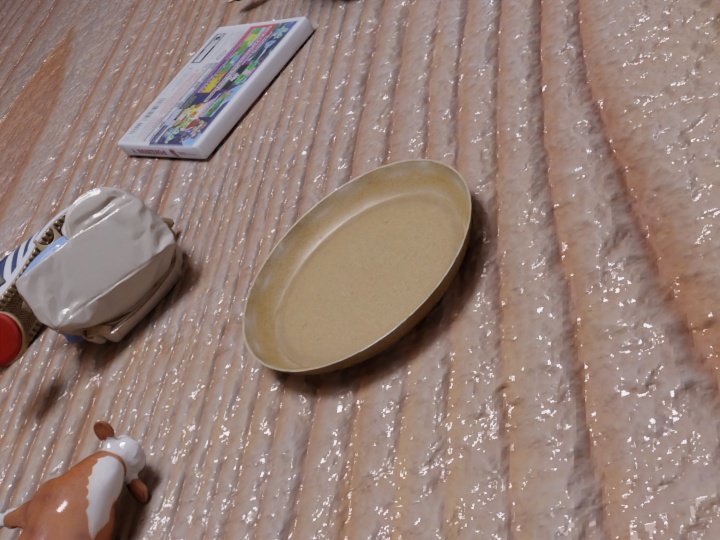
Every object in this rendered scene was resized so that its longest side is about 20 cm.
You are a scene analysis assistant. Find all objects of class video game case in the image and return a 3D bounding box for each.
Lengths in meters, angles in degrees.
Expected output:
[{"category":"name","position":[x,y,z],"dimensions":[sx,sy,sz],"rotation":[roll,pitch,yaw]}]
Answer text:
[{"category":"video game case","position":[-0.164,-0.204,1.206],"dimensions":[0.181,0.023,0.201],"rotation":[9,56,51]}]

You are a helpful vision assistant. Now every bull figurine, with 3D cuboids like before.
[{"category":"bull figurine","position":[-0.212,0.196,0.738],"dimensions":[0.121,0.065,0.201],"rotation":[-29,32,25]}]

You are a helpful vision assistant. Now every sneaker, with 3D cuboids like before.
[{"category":"sneaker","position":[-0.329,-0.008,1.096],"dimensions":[0.201,0.070,0.108],"rotation":[-51,36,-11]}]

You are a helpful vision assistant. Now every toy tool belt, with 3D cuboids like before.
[{"category":"toy tool belt","position":[-0.253,0.014,0.973],"dimensions":[0.199,0.125,0.123],"rotation":[-39,1,-4]}]

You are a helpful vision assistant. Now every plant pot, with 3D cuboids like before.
[{"category":"plant pot","position":[0.000,0.000,0.788],"dimensions":[0.198,0.028,0.201],"rotation":[-26,35,20]}]

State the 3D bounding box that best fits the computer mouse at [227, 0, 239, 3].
[{"category":"computer mouse","position":[-0.145,-0.384,1.388],"dimensions":[0.198,0.046,0.142],"rotation":[-2,53,38]}]
